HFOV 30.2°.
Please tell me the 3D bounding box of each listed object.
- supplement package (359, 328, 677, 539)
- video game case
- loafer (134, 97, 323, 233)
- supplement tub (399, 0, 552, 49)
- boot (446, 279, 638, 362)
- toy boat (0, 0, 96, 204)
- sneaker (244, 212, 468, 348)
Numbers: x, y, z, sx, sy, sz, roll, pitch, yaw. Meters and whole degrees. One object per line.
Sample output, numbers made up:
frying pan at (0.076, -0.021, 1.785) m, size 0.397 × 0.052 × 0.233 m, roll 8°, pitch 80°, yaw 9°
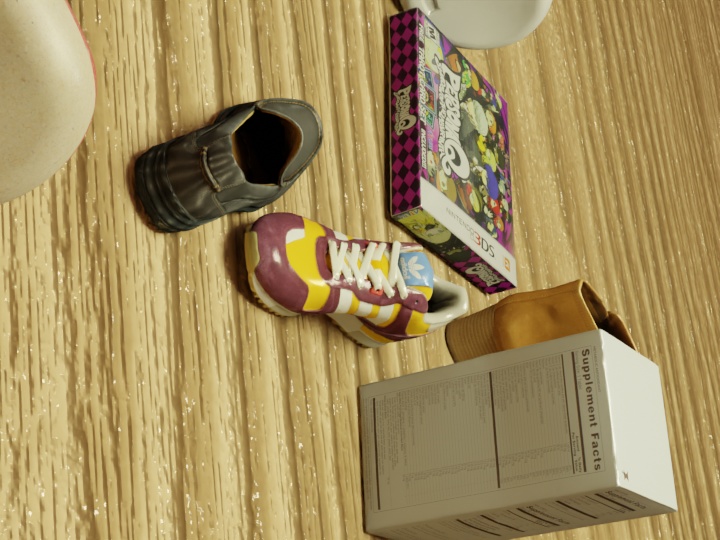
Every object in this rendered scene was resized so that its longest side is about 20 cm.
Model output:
supplement package at (0.112, 0.128, 0.965) m, size 0.109 × 0.198 × 0.115 m, roll 28°, pitch 54°, yaw -52°
video game case at (0.083, -0.104, 1.192) m, size 0.181 × 0.036 × 0.202 m, roll 36°, pitch 47°, yaw -50°
loafer at (-0.066, -0.077, 0.886) m, size 0.073 × 0.072 × 0.200 m, roll 67°, pitch 30°, yaw -11°
supplement tub at (0.111, -0.321, 1.235) m, size 0.144 × 0.143 × 0.202 m, roll 45°, pitch 41°, yaw -41°
boot at (0.175, 0.099, 1.146) m, size 0.202 × 0.143 × 0.071 m, roll 56°, pitch 35°, yaw -29°
toy boat at (-0.208, -0.130, 0.646) m, size 0.131 × 0.129 × 0.201 m, roll -109°, pitch 174°, yaw -73°
sneaker at (0.000, 0.000, 0.945) m, size 0.199 × 0.089 × 0.076 m, roll 23°, pitch 57°, yaw -55°
